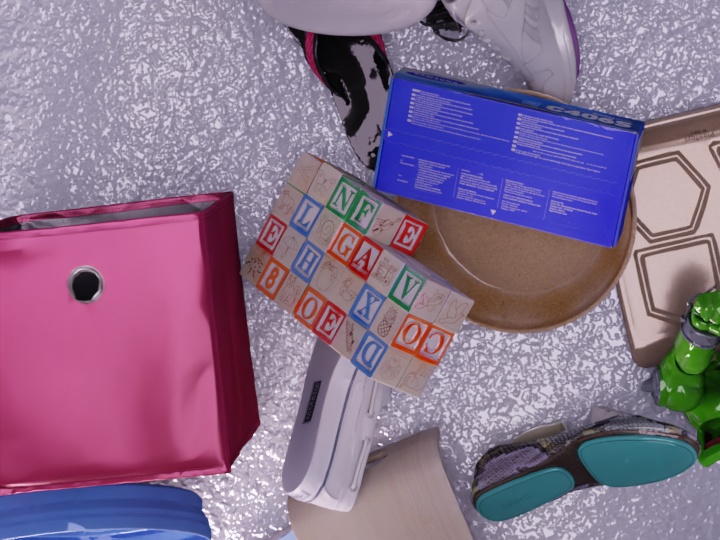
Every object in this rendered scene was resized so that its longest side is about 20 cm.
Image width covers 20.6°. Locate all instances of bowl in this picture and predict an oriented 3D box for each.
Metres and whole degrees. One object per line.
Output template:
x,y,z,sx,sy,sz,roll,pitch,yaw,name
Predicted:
-0.219,0.206,1.592,0.198,0.201,0.040,-6,74,5,bowl

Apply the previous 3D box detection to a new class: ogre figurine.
0.309,0.093,1.569,0.120,0.199,0.099,-38,52,35,ogre figurine

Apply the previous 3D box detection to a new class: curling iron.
0.136,-0.246,1.589,0.199,0.050,0.026,-33,135,3,curling iron

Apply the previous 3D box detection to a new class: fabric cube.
-0.194,0.053,1.566,0.194,0.200,0.202,-5,96,4,fabric cube

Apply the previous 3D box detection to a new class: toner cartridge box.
0.115,-0.089,1.543,0.198,0.043,0.096,15,109,12,toner cartridge box

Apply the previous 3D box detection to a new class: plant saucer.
0.126,-0.050,1.594,0.198,0.035,0.202,5,108,15,plant saucer

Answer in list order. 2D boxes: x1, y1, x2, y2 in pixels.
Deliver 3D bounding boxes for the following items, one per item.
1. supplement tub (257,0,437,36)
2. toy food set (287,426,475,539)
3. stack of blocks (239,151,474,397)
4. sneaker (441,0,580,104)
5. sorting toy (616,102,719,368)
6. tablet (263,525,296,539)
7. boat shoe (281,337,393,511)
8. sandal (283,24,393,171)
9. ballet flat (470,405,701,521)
-0.009,-0.296,1.522,0.143,0.145,0.202,1,78,4,supplement tub
0.040,0.246,1.635,0.142,0.060,0.202,-23,92,18,toy food set
0.000,0.000,1.551,0.058,0.200,0.116,23,99,-42,stack of blocks
0.115,-0.202,1.549,0.099,0.075,0.201,-18,127,0,sneaker
0.291,-0.035,1.605,0.183,0.036,0.202,-13,100,6,sorting toy
-0.006,0.259,1.669,0.199,0.014,0.131,-29,93,6,tablet
-0.006,0.097,1.614,0.065,0.073,0.202,23,79,-23,boat shoe
-0.010,-0.175,1.603,0.075,0.045,0.201,-26,94,7,sandal
0.179,0.144,1.601,0.199,0.072,0.073,-19,95,24,ballet flat
